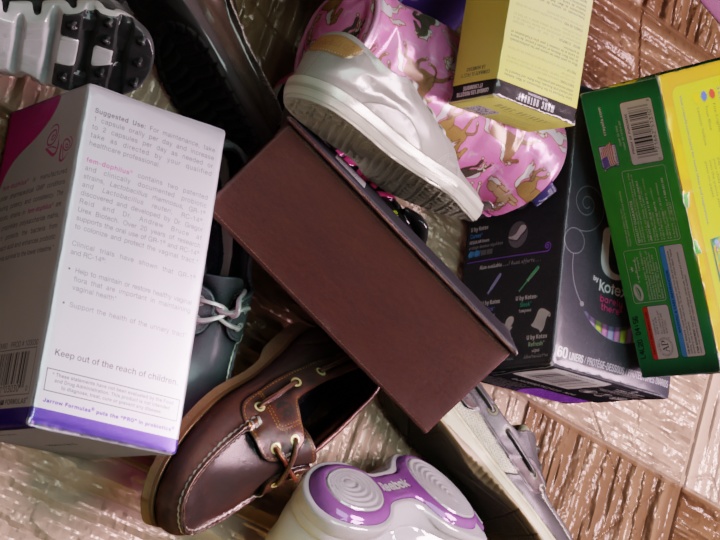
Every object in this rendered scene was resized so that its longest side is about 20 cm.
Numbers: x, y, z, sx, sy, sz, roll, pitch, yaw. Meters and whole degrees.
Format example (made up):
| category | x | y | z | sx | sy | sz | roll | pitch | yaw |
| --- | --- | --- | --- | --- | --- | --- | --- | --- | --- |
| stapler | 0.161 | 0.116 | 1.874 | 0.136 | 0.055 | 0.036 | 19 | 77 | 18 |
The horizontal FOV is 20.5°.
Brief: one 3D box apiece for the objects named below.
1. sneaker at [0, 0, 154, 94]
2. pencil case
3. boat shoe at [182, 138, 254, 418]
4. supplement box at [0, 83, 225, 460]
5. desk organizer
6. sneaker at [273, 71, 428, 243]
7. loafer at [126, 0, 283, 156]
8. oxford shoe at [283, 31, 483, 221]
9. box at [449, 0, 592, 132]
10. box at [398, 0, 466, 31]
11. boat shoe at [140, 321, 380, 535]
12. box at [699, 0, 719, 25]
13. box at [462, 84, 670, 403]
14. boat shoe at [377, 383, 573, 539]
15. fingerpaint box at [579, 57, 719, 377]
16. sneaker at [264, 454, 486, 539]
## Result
| category | x | y | z | sx | sy | sz | roll | pitch | yaw |
| --- | --- | --- | --- | --- | --- | --- | --- | --- | --- |
| sneaker | -0.222 | -0.154 | 1.179 | 0.199 | 0.091 | 0.067 | 10 | 117 | -13 |
| pencil case | 0.047 | -0.110 | 1.310 | 0.200 | 0.083 | 0.087 | 32 | 43 | -35 |
| boat shoe | -0.101 | 0.013 | 1.246 | 0.073 | 0.062 | 0.201 | 9 | 79 | -37 |
| supplement box | -0.160 | 0.004 | 1.180 | 0.103 | 0.101 | 0.201 | 16 | 75 | -34 |
| desk organizer | 0.000 | 0.000 | 1.234 | 0.077 | 0.072 | 0.200 | -43 | 96 | 6 |
| sneaker | -0.001 | -0.038 | 1.312 | 0.074 | 0.087 | 0.201 | -18 | 95 | -37 |
| loafer | -0.100 | -0.167 | 1.263 | 0.071 | 0.073 | 0.200 | -38 | 107 | -33 |
| oxford shoe | 0.024 | -0.085 | 1.226 | 0.200 | 0.075 | 0.058 | 39 | 68 | -50 |
| box | 0.112 | -0.195 | 1.280 | 0.075 | 0.050 | 0.201 | 14 | 80 | -35 |
| box | 0.009 | -0.258 | 1.318 | 0.200 | 0.079 | 0.141 | 35 | 93 | -28 |
| boat shoe | -0.056 | 0.098 | 1.235 | 0.200 | 0.070 | 0.071 | -46 | 148 | -42 |
| box | 0.277 | -0.258 | 1.367 | 0.176 | 0.097 | 0.200 | 46 | 35 | -15 |
| box | 0.151 | -0.015 | 1.410 | 0.122 | 0.106 | 0.201 | 16 | 74 | -37 |
| boat shoe | 0.094 | 0.129 | 1.372 | 0.201 | 0.072 | 0.066 | 50 | 64 | -16 |
| fingerpaint box | 0.246 | -0.044 | 1.375 | 0.167 | 0.073 | 0.201 | -18 | 97 | -43 |
| sneaker | 0.004 | 0.174 | 1.310 | 0.200 | 0.100 | 0.075 | 12 | 33 | -51 |
